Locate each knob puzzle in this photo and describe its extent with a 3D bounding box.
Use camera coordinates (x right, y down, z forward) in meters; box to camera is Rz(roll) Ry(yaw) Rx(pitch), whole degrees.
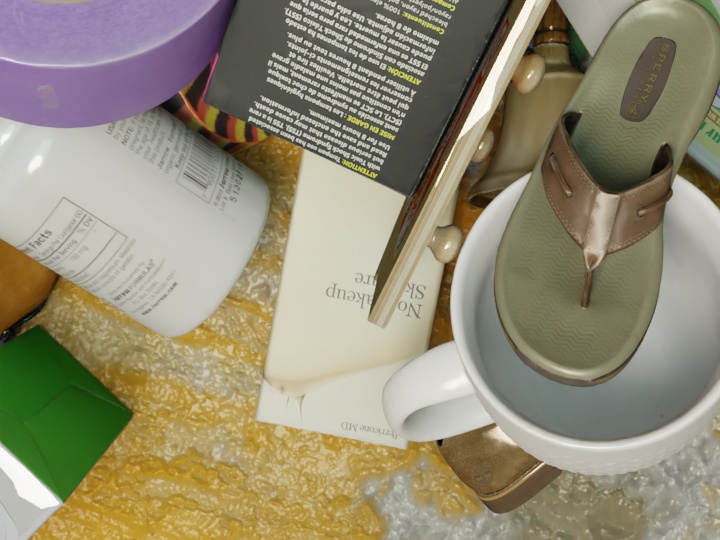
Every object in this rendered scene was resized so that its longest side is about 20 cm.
[{"bbox_3d":[0.061,-0.075,0.648,0.030,0.220,0.222,24,96,-3],"label":"knob puzzle"}]

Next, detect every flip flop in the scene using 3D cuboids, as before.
[{"bbox_3d":[0.118,-0.045,0.578,0.080,0.058,0.202,21,79,16],"label":"flip flop"}]

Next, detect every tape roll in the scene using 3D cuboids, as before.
[{"bbox_3d":[-0.151,-0.181,0.621,0.197,0.085,0.203,3,76,-11],"label":"tape roll"}]

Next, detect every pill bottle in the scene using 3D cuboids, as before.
[{"bbox_3d":[-0.161,-0.057,0.713,0.199,0.114,0.115,34,96,-24],"label":"pill bottle"}]

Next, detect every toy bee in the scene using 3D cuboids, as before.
[{"bbox_3d":[-0.140,-0.145,0.752,0.200,0.109,0.131,46,139,4],"label":"toy bee"}]

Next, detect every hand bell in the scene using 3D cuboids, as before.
[{"bbox_3d":[0.110,-0.142,0.721,0.103,0.104,0.203,-2,85,1],"label":"hand bell"}]

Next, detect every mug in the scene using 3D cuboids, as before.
[{"bbox_3d":[0.106,0.047,0.677,0.198,0.175,0.149,-20,71,5],"label":"mug"}]

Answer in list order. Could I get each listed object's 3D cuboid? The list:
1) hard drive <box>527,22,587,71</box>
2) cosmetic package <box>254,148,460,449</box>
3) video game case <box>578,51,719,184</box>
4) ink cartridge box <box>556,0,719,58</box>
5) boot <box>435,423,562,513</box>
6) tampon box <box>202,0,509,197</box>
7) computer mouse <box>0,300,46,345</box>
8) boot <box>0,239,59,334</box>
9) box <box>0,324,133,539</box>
[{"bbox_3d":[0.165,-0.220,0.776,0.139,0.038,0.201,33,95,-3],"label":"hard drive"},{"bbox_3d":[0.000,0.000,0.785,0.102,0.073,0.203,9,96,-1],"label":"cosmetic package"},{"bbox_3d":[0.265,-0.137,0.759,0.199,0.022,0.183,37,95,-8],"label":"video game case"},{"bbox_3d":[0.202,-0.191,0.684,0.199,0.067,0.118,-37,98,-19],"label":"ink cartridge box"},{"bbox_3d":[0.132,0.064,0.784,0.200,0.074,0.075,-43,109,7],"label":"boot"},{"bbox_3d":[0.019,-0.174,0.651,0.125,0.150,0.201,24,119,-5],"label":"tampon box"},{"bbox_3d":[-0.306,-0.014,0.802,0.200,0.044,0.110,42,100,-9],"label":"computer mouse"},{"bbox_3d":[-0.262,-0.055,0.745,0.201,0.144,0.071,47,138,-9],"label":"boot"},{"bbox_3d":[-0.245,0.138,0.738,0.097,0.200,0.177,43,94,-4],"label":"box"}]
